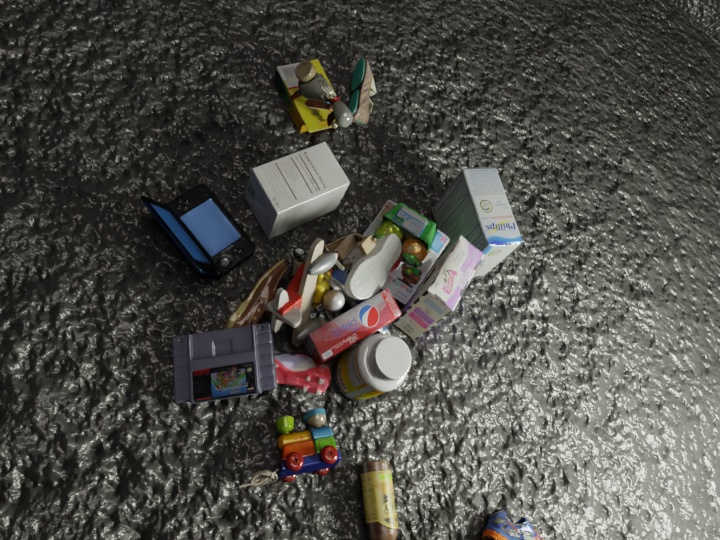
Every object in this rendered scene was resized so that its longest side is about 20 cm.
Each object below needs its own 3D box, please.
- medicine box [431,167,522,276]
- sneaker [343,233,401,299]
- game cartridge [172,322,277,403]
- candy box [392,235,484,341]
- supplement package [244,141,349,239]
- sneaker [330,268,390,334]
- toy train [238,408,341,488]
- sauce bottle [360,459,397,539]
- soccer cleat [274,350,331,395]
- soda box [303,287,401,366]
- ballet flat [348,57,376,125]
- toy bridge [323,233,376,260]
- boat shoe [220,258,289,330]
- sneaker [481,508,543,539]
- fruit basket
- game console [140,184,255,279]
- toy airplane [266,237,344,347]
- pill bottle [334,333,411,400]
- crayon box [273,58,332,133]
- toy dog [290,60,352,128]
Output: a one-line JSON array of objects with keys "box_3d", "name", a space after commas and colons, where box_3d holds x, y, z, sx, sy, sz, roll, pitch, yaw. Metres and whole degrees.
[{"box_3d": [0.276, -0.113, 1.420, 0.100, 0.183, 0.205, -7, 69, -22], "name": "medicine box"}, {"box_3d": [0.000, 0.000, 1.251, 0.200, 0.113, 0.075, -47, 116, -44], "name": "sneaker"}, {"box_3d": [-0.261, 0.179, 1.127, 0.193, 0.039, 0.133, -8, 68, -2], "name": "game cartridge"}, {"box_3d": [0.171, 0.044, 1.298, 0.071, 0.200, 0.169, 37, 59, 0], "name": "candy box"}, {"box_3d": [-0.144, -0.182, 1.326, 0.197, 0.122, 0.122, -26, 77, -29], "name": "supplement package"}, {"box_3d": [-0.001, 0.072, 1.290, 0.200, 0.076, 0.077, 47, 60, 5], "name": "sneaker"}, {"box_3d": [-0.143, 0.334, 1.118, 0.194, 0.085, 0.118, -3, 57, -22], "name": "toy train"}, {"box_3d": [0.040, 0.474, 1.130, 0.063, 0.065, 0.206, 0, 68, -20], "name": "sauce bottle"}, {"box_3d": [-0.153, 0.194, 1.194, 0.194, 0.068, 0.077, 19, 23, -3], "name": "soccer cleat"}, {"box_3d": [-0.015, 0.115, 1.187, 0.197, 0.070, 0.064, -28, 81, -22], "name": "soda box"}, {"box_3d": [0.007, -0.469, 1.560, 0.066, 0.067, 0.206, 24, 64, -31], "name": "ballet flat"}, {"box_3d": [-0.031, -0.052, 1.271, 0.067, 0.197, 0.028, -47, 113, -34], "name": "toy bridge"}, {"box_3d": [-0.207, 0.066, 1.222, 0.067, 0.072, 0.202, 38, 65, -6], "name": "boat shoe"}, {"box_3d": [0.345, 0.555, 1.206, 0.196, 0.075, 0.080, 29, 56, -8], "name": "sneaker"}, {"box_3d": [0.084, -0.051, 1.359, 0.183, 0.095, 0.201, 33, 66, 17], "name": "fruit basket"}, {"box_3d": [-0.329, -0.094, 1.217, 0.170, 0.119, 0.201, -38, 84, -30], "name": "game console"}, {"box_3d": [-0.100, 0.050, 1.167, 0.137, 0.200, 0.205, 18, 79, 3], "name": "toy airplane"}, {"box_3d": [0.026, 0.192, 1.169, 0.106, 0.200, 0.113, 7, 69, -20], "name": "pill bottle"}, {"box_3d": [-0.126, -0.432, 1.489, 0.124, 0.051, 0.204, -18, 74, -27], "name": "crayon box"}, {"box_3d": [-0.104, -0.405, 1.397, 0.131, 0.096, 0.202, 38, 16, -43], "name": "toy dog"}]
